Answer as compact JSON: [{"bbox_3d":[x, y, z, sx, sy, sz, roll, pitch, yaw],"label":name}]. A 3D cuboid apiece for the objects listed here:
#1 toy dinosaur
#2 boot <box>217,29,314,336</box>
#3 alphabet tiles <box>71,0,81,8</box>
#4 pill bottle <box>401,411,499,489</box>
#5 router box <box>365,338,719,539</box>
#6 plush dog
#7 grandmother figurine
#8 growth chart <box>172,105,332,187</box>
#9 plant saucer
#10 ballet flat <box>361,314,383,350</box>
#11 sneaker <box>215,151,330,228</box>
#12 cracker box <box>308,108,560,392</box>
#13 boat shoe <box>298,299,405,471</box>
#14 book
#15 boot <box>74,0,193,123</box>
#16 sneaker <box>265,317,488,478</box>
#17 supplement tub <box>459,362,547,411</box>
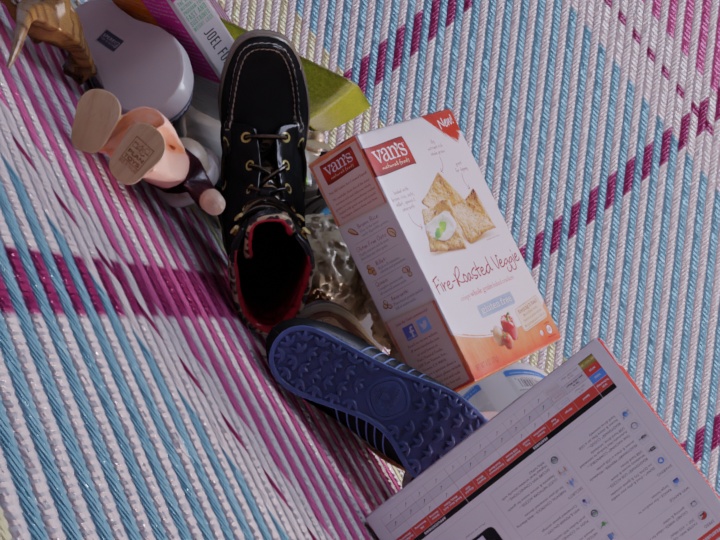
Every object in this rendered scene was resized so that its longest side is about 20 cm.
[{"bbox_3d":[-0.225,-0.184,1.430,0.107,0.060,0.200,54,5,10],"label":"toy dinosaur"},{"bbox_3d":[-0.070,-0.063,1.497,0.151,0.072,0.202,-105,-160,-62],"label":"boot"},{"bbox_3d":[-0.207,-0.170,1.813,0.200,0.006,0.167,49,6,-30],"label":"alphabet tiles"},{"bbox_3d":[0.118,0.207,1.463,0.112,0.112,0.200,46,7,-46],"label":"pill bottle"},{"bbox_3d":[0.134,0.177,1.328,0.180,0.199,0.049,54,5,13],"label":"router box"},{"bbox_3d":[0.000,0.000,1.639,0.200,0.170,0.162,-109,-160,-60],"label":"plush dog"},{"bbox_3d":[-0.143,-0.081,1.443,0.121,0.061,0.200,47,5,8],"label":"grandmother figurine"},{"bbox_3d":[-0.097,-0.105,1.668,0.144,0.018,0.200,21,20,-1],"label":"growth chart"},{"bbox_3d":[-0.094,-0.176,1.769,0.198,0.048,0.200,26,1,4],"label":"plant saucer"},{"bbox_3d":[-0.049,0.006,1.783,0.201,0.046,0.067,55,35,9],"label":"ballet flat"},{"bbox_3d":[-0.060,-0.089,1.759,0.199,0.073,0.082,-9,61,-50],"label":"sneaker"},{"bbox_3d":[0.058,-0.014,1.505,0.134,0.058,0.201,-21,83,-53],"label":"cracker box"},{"bbox_3d":[0.020,0.105,1.531,0.200,0.076,0.072,39,5,-25],"label":"boat shoe"},{"bbox_3d":[-0.143,-0.194,1.578,0.133,0.048,0.201,32,-20,54],"label":"book"},{"bbox_3d":[-0.164,-0.144,1.572,0.090,0.073,0.200,52,-3,-38],"label":"boot"},{"bbox_3d":[0.021,0.093,1.437,0.199,0.070,0.078,34,4,-7],"label":"sneaker"},{"bbox_3d":[0.165,0.192,1.908,0.132,0.132,0.200,48,7,-36],"label":"supplement tub"}]
